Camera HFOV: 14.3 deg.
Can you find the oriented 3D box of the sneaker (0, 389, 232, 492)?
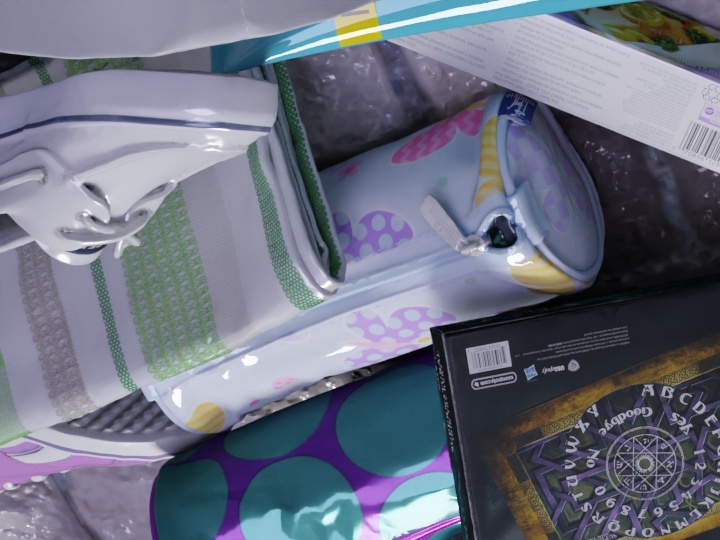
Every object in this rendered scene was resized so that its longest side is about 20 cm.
[{"bbox_3d":[-0.148,0.068,1.264,0.200,0.073,0.114,4,144,7],"label":"sneaker"}]

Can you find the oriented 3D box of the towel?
[{"bbox_3d":[-0.107,-0.024,1.148,0.200,0.031,0.150,-24,73,28],"label":"towel"}]

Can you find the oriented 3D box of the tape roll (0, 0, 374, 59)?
[{"bbox_3d":[-0.066,-0.142,0.977,0.200,0.200,0.066,2,120,15],"label":"tape roll"}]

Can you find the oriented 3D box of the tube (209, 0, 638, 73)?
[{"bbox_3d":[0.040,-0.120,1.053,0.199,0.078,0.050,-6,166,4],"label":"tube"}]

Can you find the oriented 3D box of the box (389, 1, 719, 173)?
[{"bbox_3d":[0.065,-0.094,1.097,0.199,0.039,0.042,21,126,1],"label":"box"}]

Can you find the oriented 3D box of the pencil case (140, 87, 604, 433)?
[{"bbox_3d":[0.000,0.000,1.149,0.200,0.091,0.083,-22,116,28],"label":"pencil case"}]

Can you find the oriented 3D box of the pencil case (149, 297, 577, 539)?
[{"bbox_3d":[0.018,0.084,1.177,0.200,0.093,0.085,-24,146,13],"label":"pencil case"}]

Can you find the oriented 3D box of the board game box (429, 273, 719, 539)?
[{"bbox_3d":[0.135,0.071,1.111,0.199,0.028,0.136,-10,96,-10],"label":"board game box"}]

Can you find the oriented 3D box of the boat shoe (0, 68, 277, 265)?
[{"bbox_3d":[-0.102,-0.035,1.086,0.200,0.073,0.066,-9,81,50],"label":"boat shoe"}]
